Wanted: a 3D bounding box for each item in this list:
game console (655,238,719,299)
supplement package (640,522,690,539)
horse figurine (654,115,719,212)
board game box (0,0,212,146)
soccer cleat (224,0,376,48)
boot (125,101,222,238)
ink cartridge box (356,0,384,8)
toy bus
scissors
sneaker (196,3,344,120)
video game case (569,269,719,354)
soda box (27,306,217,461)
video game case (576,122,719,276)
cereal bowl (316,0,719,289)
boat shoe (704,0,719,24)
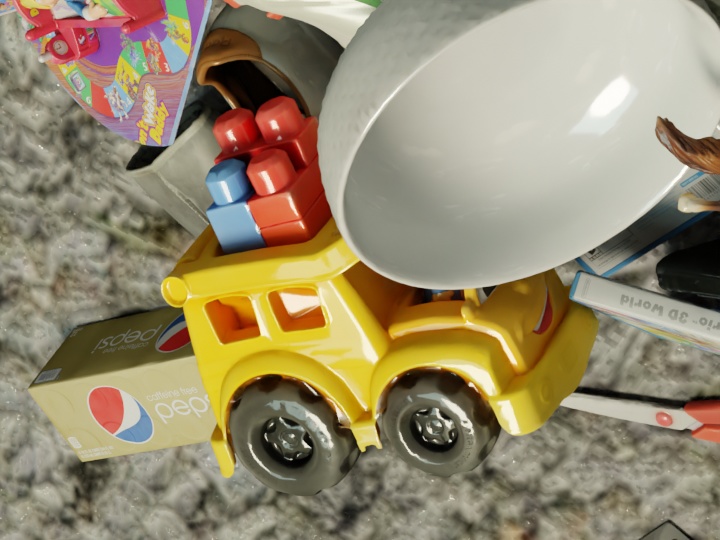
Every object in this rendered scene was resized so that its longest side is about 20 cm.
[{"bbox_3d":[0.269,0.035,1.171,0.200,0.175,0.117,8,111,63],"label":"game console"},{"bbox_3d":[0.165,0.294,1.474,0.152,0.200,0.151,40,139,-5],"label":"supplement package"},{"bbox_3d":[0.236,-0.047,1.141,0.132,0.199,0.050,1,91,60],"label":"horse figurine"},{"bbox_3d":[-0.156,-0.152,1.340,0.158,0.039,0.200,46,145,19],"label":"board game box"},{"bbox_3d":[-0.004,-0.144,1.223,0.200,0.069,0.078,37,136,-13],"label":"soccer cleat"},{"bbox_3d":[-0.027,-0.018,1.404,0.182,0.073,0.200,-20,111,51],"label":"boot"},{"bbox_3d":[0.014,-0.226,1.112,0.145,0.088,0.200,17,137,-15],"label":"ink cartridge box"},{"bbox_3d":[0.000,0.000,1.264,0.199,0.136,0.193,-8,114,29],"label":"toy bus"},{"bbox_3d":[0.188,0.091,1.405,0.199,0.014,0.073,-6,127,36],"label":"scissors"},{"bbox_3d":[-0.012,-0.063,1.338,0.200,0.085,0.073,40,138,-9],"label":"sneaker"},{"bbox_3d":[0.222,0.044,1.251,0.199,0.018,0.143,17,178,29],"label":"video game case"},{"bbox_3d":[-0.114,0.067,1.548,0.199,0.064,0.068,-12,122,41],"label":"soda box"},{"bbox_3d":[0.101,-0.094,1.271,0.200,0.018,0.143,43,140,-10],"label":"video game case"},{"bbox_3d":[0.068,-0.086,1.147,0.200,0.199,0.083,103,148,-48],"label":"cereal bowl"},{"bbox_3d":[0.168,-0.156,1.157,0.200,0.062,0.073,42,172,0],"label":"boat shoe"}]
